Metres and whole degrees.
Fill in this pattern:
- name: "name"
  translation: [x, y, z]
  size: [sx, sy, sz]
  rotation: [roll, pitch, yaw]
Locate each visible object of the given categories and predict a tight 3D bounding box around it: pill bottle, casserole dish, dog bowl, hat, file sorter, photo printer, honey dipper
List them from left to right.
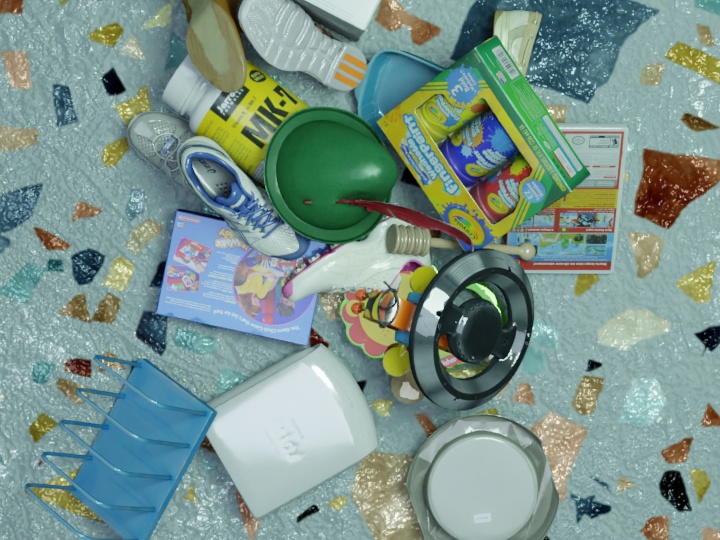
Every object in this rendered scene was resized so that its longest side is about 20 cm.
- name: "file sorter"
  translation: [-0.304, 0.222, 1.725]
  size: [0.138, 0.123, 0.201]
  rotation: [31, 96, 30]
- name: "pill bottle"
  translation: [-0.139, -0.189, 1.718]
  size: [0.200, 0.114, 0.115]
  rotation: [36, 94, -4]
- name: "photo printer"
  translation: [-0.087, 0.201, 1.778]
  size: [0.199, 0.069, 0.167]
  rotation: [-29, 95, 2]
- name: "hat"
  translation: [0.011, -0.116, 1.602]
  size: [0.199, 0.176, 0.167]
  rotation: [11, 82, -27]
- name: "casserole dish"
  translation: [0.086, -0.201, 1.722]
  size: [0.199, 0.039, 0.122]
  rotation: [28, 122, 18]
- name: "honey dipper"
  translation: [0.129, -0.033, 1.721]
  size: [0.199, 0.038, 0.038]
  rotation: [3, 96, -22]
- name: "dog bowl"
  translation: [0.156, 0.279, 1.794]
  size: [0.199, 0.059, 0.202]
  rotation: [0, 96, 0]

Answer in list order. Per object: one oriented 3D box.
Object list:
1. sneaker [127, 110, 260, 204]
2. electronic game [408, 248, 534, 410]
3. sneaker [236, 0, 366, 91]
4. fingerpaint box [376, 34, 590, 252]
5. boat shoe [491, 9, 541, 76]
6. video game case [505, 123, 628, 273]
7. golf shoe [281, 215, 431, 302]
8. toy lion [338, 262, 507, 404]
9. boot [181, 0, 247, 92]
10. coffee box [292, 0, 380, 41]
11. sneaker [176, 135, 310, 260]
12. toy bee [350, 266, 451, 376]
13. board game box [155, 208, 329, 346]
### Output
- name: "sneaker"
  translation: [-0.203, -0.134, 1.738]
  size: [0.199, 0.082, 0.075]
  rotation: [33, 94, -4]
- name: "electronic game"
  translation: [0.136, 0.072, 1.670]
  size: [0.199, 0.042, 0.201]
  rotation: [-14, 113, -36]
- name: "sneaker"
  translation: [-0.092, -0.283, 1.691]
  size: [0.200, 0.112, 0.078]
  rotation: [30, 94, -42]
- name: "fingerpaint box"
  translation: [0.144, -0.145, 1.646]
  size: [0.166, 0.073, 0.201]
  rotation: [-33, 92, 36]
- name: "boat shoe"
  translation: [0.193, -0.224, 1.741]
  size: [0.063, 0.073, 0.202]
  rotation: [1, 90, 2]
- name: "video game case"
  translation: [0.256, -0.089, 1.746]
  size: [0.142, 0.017, 0.201]
  rotation: [0, 117, -1]
- name: "golf shoe"
  translation: [0.000, 0.000, 1.718]
  size: [0.199, 0.075, 0.092]
  rotation: [-28, 88, -14]
- name: "toy lion"
  translation: [0.080, 0.061, 1.776]
  size: [0.199, 0.069, 0.193]
  rotation: [-21, 88, 1]
- name: "boot"
  translation: [-0.160, -0.297, 1.678]
  size: [0.071, 0.144, 0.202]
  rotation: [-37, 75, 24]
- name: "coffee box"
  translation: [-0.041, -0.411, 1.655]
  size: [0.199, 0.200, 0.199]
  rotation: [27, 94, -3]
- name: "sneaker"
  translation: [-0.144, -0.076, 1.665]
  size: [0.200, 0.088, 0.075]
  rotation: [39, 97, -11]
- name: "toy bee"
  translation: [0.050, 0.047, 1.683]
  size: [0.131, 0.108, 0.200]
  rotation: [-55, 136, -22]
- name: "board game box"
  translation: [-0.149, 0.008, 1.771]
  size: [0.199, 0.045, 0.135]
  rotation: [13, 95, -2]
